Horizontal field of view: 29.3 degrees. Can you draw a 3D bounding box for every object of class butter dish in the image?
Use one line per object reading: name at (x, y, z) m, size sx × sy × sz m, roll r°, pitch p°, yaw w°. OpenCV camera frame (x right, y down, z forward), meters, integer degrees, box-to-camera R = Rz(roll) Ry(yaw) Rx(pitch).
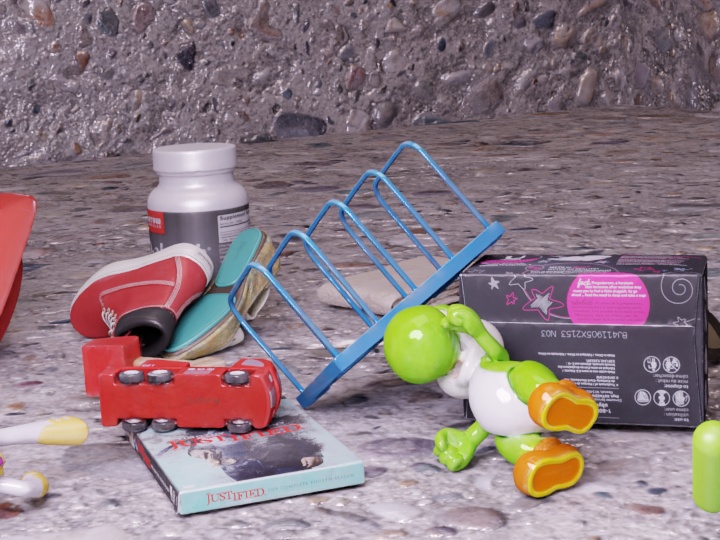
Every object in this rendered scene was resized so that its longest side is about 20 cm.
butter dish at (-0.438, 0.028, 1.465) m, size 0.198 × 0.148 × 0.201 m, roll 0°, pitch 53°, yaw 11°

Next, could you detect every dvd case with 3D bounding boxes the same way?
dvd case at (-0.098, 0.143, 1.096) m, size 0.145 × 0.022 × 0.200 m, roll -7°, pitch 11°, yaw -19°

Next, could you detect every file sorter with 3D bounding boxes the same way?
file sorter at (0.000, 0.000, 1.210) m, size 0.200 × 0.123 × 0.139 m, roll -39°, pitch -4°, yaw -24°

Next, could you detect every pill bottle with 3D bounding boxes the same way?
pill bottle at (-0.182, -0.040, 1.557) m, size 0.115 × 0.201 × 0.116 m, roll -3°, pitch 11°, yaw 1°

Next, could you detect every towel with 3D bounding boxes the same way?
towel at (0.059, 0.019, 1.637) m, size 0.199 × 0.035 × 0.132 m, roll -15°, pitch 15°, yaw -42°

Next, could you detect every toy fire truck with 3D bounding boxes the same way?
toy fire truck at (-0.157, 0.095, 1.175) m, size 0.199 × 0.049 × 0.141 m, roll -1°, pitch 10°, yaw 11°

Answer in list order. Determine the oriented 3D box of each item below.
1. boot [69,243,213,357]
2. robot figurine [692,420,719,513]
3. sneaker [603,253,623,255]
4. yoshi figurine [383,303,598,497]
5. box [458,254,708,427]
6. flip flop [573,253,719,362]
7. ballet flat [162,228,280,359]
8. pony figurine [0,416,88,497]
boot at (-0.255, 0.057, 1.441) m, size 0.199 × 0.072 × 0.145 m, roll -22°, pitch 30°, yaw 36°
robot figurine at (0.299, 0.121, 0.871) m, size 0.175 × 0.116 × 0.200 m, roll -15°, pitch 11°, yaw 0°
sneaker at (0.219, 0.021, 1.492) m, size 0.199 × 0.072 × 0.083 m, roll -11°, pitch 12°, yaw -37°
yoshi figurine at (0.084, 0.085, 1.050) m, size 0.112 × 0.112 × 0.200 m, roll -40°, pitch 38°, yaw -7°
box at (0.194, 0.057, 1.171) m, size 0.199 × 0.133 × 0.115 m, roll 0°, pitch 9°, yaw 18°
flip flop at (0.282, 0.043, 1.380) m, size 0.081 × 0.058 × 0.200 m, roll 1°, pitch 24°, yaw -47°
ballet flat at (-0.139, 0.040, 1.463) m, size 0.070 × 0.071 × 0.200 m, roll 3°, pitch 44°, yaw 28°
pony figurine at (-0.317, 0.124, 0.982) m, size 0.192 × 0.167 × 0.200 m, roll 9°, pitch -1°, yaw 15°
